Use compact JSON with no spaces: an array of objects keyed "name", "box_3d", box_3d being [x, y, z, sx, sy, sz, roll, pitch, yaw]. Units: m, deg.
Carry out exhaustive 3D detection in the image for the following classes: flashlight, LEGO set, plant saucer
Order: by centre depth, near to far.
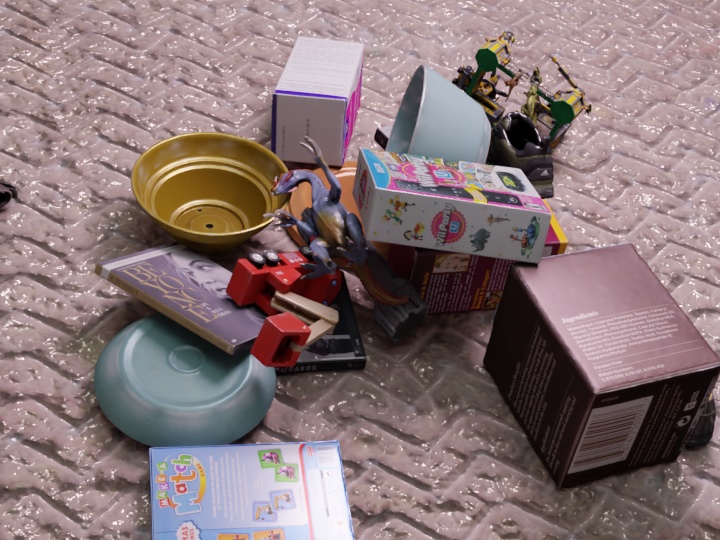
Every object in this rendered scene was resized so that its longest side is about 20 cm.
[{"name":"plant saucer","box_3d":[-0.190,0.107,1.316,0.199,0.036,0.201,5,43,-5]},{"name":"flashlight","box_3d":[0.000,0.000,1.454,0.068,0.068,0.200,-30,63,-13]},{"name":"plant saucer","box_3d":[-0.002,-0.082,1.589,0.199,0.038,0.201,6,42,-5]},{"name":"LEGO set","box_3d":[0.245,-0.259,1.748,0.200,0.154,0.116,31,46,16]}]

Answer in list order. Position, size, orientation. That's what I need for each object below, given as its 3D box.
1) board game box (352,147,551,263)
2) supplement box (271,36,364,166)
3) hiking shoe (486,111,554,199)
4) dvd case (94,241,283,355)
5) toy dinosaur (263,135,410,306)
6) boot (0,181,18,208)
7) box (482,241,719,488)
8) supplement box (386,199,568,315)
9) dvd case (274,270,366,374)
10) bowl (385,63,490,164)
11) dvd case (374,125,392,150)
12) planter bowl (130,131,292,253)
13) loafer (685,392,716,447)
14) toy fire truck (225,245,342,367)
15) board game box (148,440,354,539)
[{"name":"board game box","box_3d":[0.099,-0.076,1.364,0.199,0.065,0.148,6,22,-10]},{"name":"supplement box","box_3d":[-0.057,-0.237,1.670,0.103,0.102,0.200,6,34,3]},{"name":"hiking shoe","box_3d":[0.197,-0.163,1.580,0.075,0.101,0.200,-4,23,-26]},{"name":"dvd case","box_3d":[-0.180,0.027,1.375,0.199,0.016,0.149,28,23,22]},{"name":"toy dinosaur","box_3d":[-0.045,-0.052,1.425,0.105,0.200,0.182,-32,27,11]},{"name":"boot","box_3d":[-0.547,-0.107,1.483,0.200,0.069,0.174,-26,53,-36]},{"name":"box","box_3d":[0.263,0.103,1.347,0.163,0.166,0.200,-10,47,-20]},{"name":"supplement box","box_3d":[0.140,-0.016,1.492,0.199,0.111,0.086,-4,44,-16]},{"name":"dvd case","box_3d":[-0.104,0.061,1.424,0.199,0.025,0.151,-2,44,-13]},{"name":"bowl","box_3d":[0.096,-0.148,1.518,0.105,0.201,0.201,17,42,-8]},{"name":"dvd case","box_3d":[0.134,-0.146,1.672,0.150,0.025,0.200,-15,47,-34]},{"name":"planter bowl","box_3d":[-0.188,-0.082,1.516,0.199,0.084,0.201,6,43,-6]},{"name":"loafer","box_3d":[0.375,0.111,1.430,0.072,0.073,0.200,-4,44,-14]},{"name":"toy fire truck","box_3d":[-0.073,0.037,1.357,0.141,0.049,0.200,40,28,27]},{"name":"board game box","box_3d":[-0.111,0.243,1.217,0.199,0.037,0.152,0,43,-12]}]
